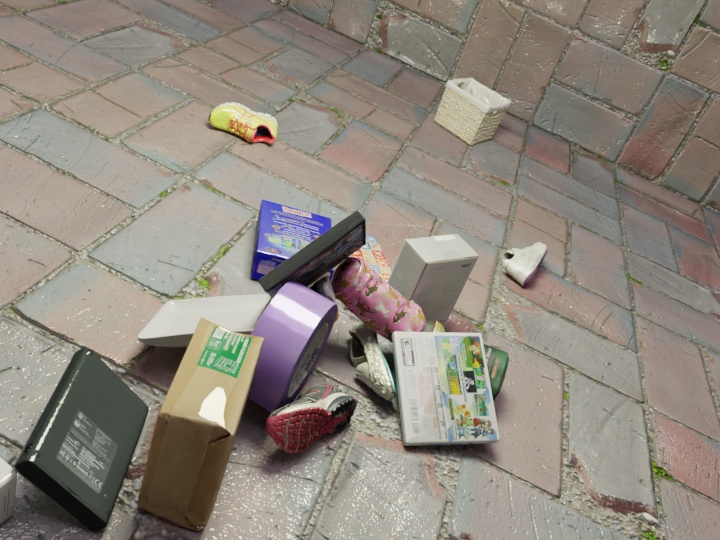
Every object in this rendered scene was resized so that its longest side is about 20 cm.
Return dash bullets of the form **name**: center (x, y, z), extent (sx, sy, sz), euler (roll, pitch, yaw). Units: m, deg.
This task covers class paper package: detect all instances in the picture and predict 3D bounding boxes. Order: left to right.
- **paper package**: center (-0.216, 0.205, 0.935), extent (0.101, 0.194, 0.202), euler (18, 31, -6)

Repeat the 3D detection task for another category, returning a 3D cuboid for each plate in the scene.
- **plate**: center (-0.253, 0.086, 1.143), extent (0.194, 0.033, 0.200), euler (-4, 15, -1)

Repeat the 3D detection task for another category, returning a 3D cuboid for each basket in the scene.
- **basket**: center (0.407, -0.583, 2.482), extent (0.199, 0.164, 0.196), euler (37, 35, 23)

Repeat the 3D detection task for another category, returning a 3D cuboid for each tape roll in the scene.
- **tape roll**: center (-0.118, 0.125, 1.101), extent (0.083, 0.203, 0.200), euler (26, 32, 8)

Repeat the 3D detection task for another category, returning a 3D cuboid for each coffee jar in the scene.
- **coffee jar**: center (0.181, 0.172, 1.315), extent (0.196, 0.086, 0.106), euler (23, 69, 1)

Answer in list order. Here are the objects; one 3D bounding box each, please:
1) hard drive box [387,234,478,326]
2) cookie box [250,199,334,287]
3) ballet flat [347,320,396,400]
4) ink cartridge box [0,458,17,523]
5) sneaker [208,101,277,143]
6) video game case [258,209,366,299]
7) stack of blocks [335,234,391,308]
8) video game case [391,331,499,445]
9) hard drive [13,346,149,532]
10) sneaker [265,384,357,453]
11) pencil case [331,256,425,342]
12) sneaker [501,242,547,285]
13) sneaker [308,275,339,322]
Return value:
- **hard drive box**: center (0.132, 0.035, 1.389), extent (0.153, 0.203, 0.077), euler (-7, 42, -39)
- **cookie box**: center (-0.144, -0.052, 1.454), extent (0.167, 0.076, 0.202), euler (14, 34, -14)
- **ballet flat**: center (0.017, 0.170, 1.265), extent (0.070, 0.073, 0.202), euler (10, 33, -20)
- **ink cartridge box**: center (-0.515, 0.269, 0.754), extent (0.143, 0.085, 0.200), euler (33, 33, 13)
- **sneaker**: center (-0.312, -0.392, 1.837), extent (0.195, 0.079, 0.092), euler (5, 43, -23)
- **video game case**: center (-0.075, -0.016, 1.159), extent (0.026, 0.198, 0.181), euler (54, -5, 9)
- **stack of blocks**: center (0.000, 0.000, 1.487), extent (0.112, 0.060, 0.202), euler (8, 36, -23)
- **video game case**: center (0.151, 0.209, 1.222), extent (0.177, 0.022, 0.205), euler (3, 62, -16)
- **hard drive**: center (-0.359, 0.217, 0.903), extent (0.141, 0.032, 0.202), euler (55, 20, -28)
- **sneaker**: center (-0.086, 0.231, 1.085), extent (0.074, 0.082, 0.198), euler (27, 12, 28)
- **pencil case**: center (0.032, 0.058, 1.257), extent (0.199, 0.082, 0.088), euler (38, 29, -30)
- **sneaker**: center (0.434, -0.038, 1.801), extent (0.098, 0.076, 0.200), euler (32, 33, 12)
- **sneaker**: center (-0.094, 0.071, 1.232), extent (0.075, 0.200, 0.080), euler (-9, 72, -23)
